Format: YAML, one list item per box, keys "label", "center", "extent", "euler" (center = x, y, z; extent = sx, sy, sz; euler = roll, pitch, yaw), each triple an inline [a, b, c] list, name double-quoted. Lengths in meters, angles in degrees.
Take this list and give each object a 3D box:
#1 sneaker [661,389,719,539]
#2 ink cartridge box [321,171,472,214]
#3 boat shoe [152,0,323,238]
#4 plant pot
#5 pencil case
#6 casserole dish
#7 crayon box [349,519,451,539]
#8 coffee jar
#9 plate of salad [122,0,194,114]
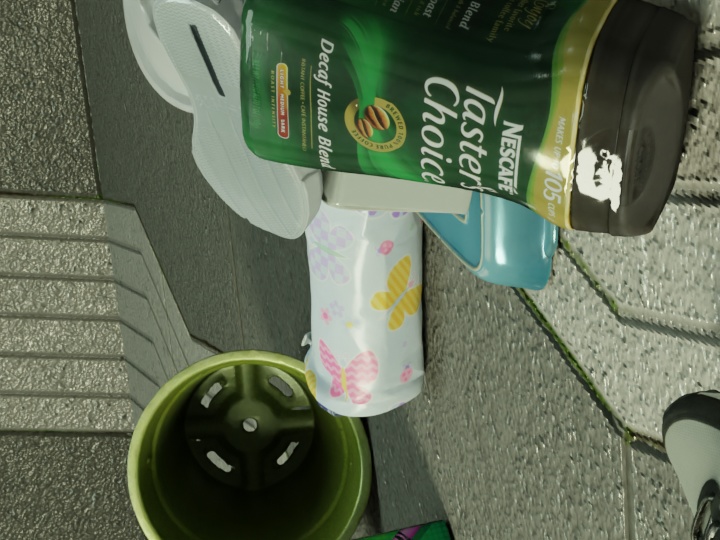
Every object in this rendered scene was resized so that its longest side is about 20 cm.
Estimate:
- label: "sneaker"
  center: [0.163, 0.131, 0.760]
  extent: [0.074, 0.079, 0.201]
  euler: [93, 162, -48]
- label: "ink cartridge box"
  center: [0.019, -0.149, 1.022]
  extent: [0.146, 0.082, 0.201]
  euler: [-127, 44, -60]
- label: "boat shoe"
  center: [-0.049, -0.091, 0.945]
  extent: [0.072, 0.062, 0.200]
  euler: [21, 152, 21]
- label: "plant pot"
  center: [-0.094, 0.150, 1.608]
  extent: [0.190, 0.199, 0.202]
  euler: [-108, 10, -82]
- label: "pencil case"
  center: [0.000, 0.000, 1.283]
  extent: [0.091, 0.083, 0.201]
  euler: [31, 133, 42]
- label: "casserole dish"
  center: [0.062, -0.063, 1.096]
  extent: [0.200, 0.039, 0.122]
  euler: [-130, 33, -61]
- label: "crayon box"
  center: [0.001, 0.263, 1.394]
  extent: [0.200, 0.118, 0.059]
  euler: [104, 152, -57]
- label: "coffee jar"
  center: [0.048, -0.083, 0.841]
  extent: [0.085, 0.199, 0.105]
  euler: [-56, -26, -50]
- label: "plate of salad"
  center: [-0.066, -0.185, 1.046]
  extent: [0.199, 0.048, 0.202]
  euler: [-10, 76, 46]
